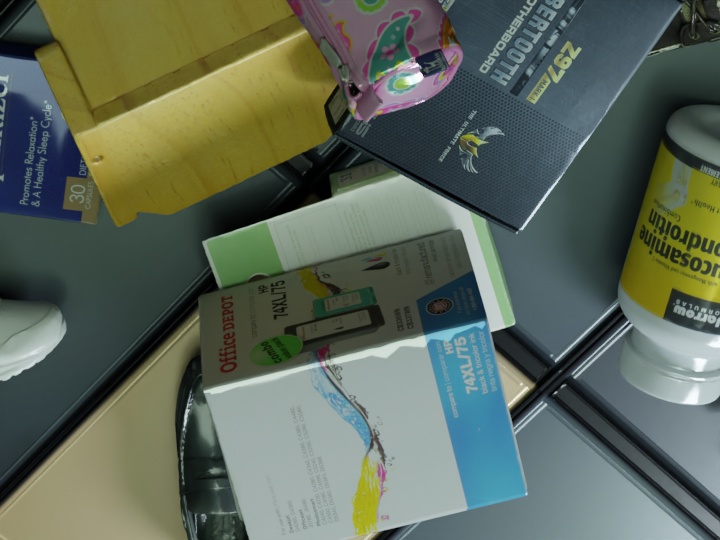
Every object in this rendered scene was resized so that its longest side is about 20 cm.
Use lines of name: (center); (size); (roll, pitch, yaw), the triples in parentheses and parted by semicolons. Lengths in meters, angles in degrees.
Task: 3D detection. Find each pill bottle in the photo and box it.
pill bottle: (0.250, -0.009, 1.607); (0.111, 0.112, 0.201); (9, 114, -9)

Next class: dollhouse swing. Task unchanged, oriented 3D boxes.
dollhouse swing: (-0.125, -0.174, 1.516); (0.199, 0.177, 0.182); (-26, 153, -6)

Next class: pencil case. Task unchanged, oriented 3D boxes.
pencil case: (-0.014, -0.189, 1.391); (0.087, 0.087, 0.201); (-31, 78, 10)

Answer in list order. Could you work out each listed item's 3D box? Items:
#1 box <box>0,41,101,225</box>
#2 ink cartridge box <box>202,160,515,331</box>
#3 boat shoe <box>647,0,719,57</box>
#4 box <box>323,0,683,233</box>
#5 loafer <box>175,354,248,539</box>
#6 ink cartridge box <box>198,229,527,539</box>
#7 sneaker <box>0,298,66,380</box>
box: (-0.275, -0.104, 1.563); (0.198, 0.032, 0.122); (8, 114, -7)
ink cartridge box: (0.000, 0.000, 1.627); (0.198, 0.048, 0.146); (-17, 115, 5)
boat shoe: (0.244, -0.197, 1.544); (0.199, 0.065, 0.073); (-26, 116, 9)
box: (0.093, -0.142, 1.465); (0.157, 0.051, 0.201); (27, 111, -24)
loafer: (-0.104, 0.159, 1.679); (0.067, 0.071, 0.202); (-3, 115, -4)
ink cartridge box: (-0.001, 0.087, 1.561); (0.198, 0.147, 0.147); (-14, 117, 1)
sneaker: (-0.313, 0.030, 1.599); (0.198, 0.078, 0.100); (-4, 112, -4)
